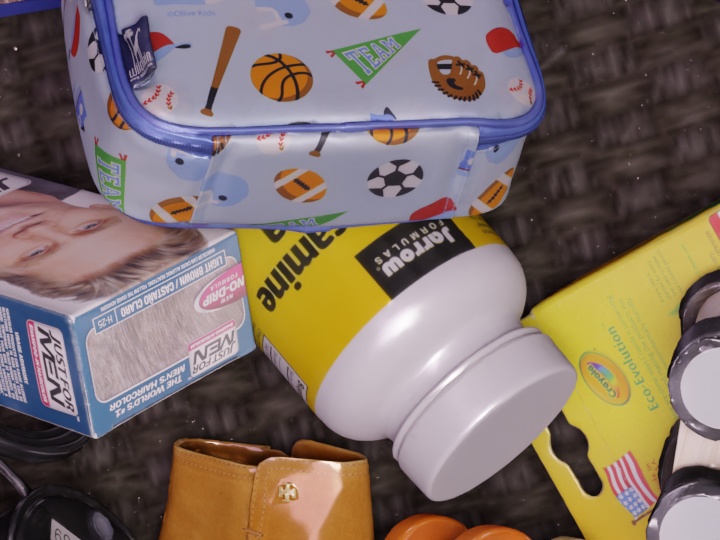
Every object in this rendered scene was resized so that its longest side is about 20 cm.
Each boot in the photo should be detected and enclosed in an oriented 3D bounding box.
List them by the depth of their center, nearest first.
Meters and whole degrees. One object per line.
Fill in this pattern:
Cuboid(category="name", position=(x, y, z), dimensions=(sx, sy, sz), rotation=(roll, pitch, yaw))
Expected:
Cuboid(category="boot", position=(-0.004, 0.156, 1.328), dimensions=(0.201, 0.071, 0.145), rotation=(13, 104, 16))

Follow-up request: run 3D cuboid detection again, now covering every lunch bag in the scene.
Cuboid(category="lunch bag", position=(-0.030, -0.097, 1.224), dimensions=(0.199, 0.076, 0.161), rotation=(1, 53, -18))

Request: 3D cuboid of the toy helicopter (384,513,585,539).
Cuboid(category="toy helicopter", position=(0.096, 0.185, 1.289), dimensions=(0.199, 0.079, 0.133), rotation=(11, 85, -26))

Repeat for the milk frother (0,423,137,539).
Cuboid(category="milk frother", position=(-0.199, 0.144, 1.343), dimensions=(0.188, 0.200, 0.181), rotation=(-29, 115, 24))

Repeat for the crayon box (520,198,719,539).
Cuboid(category="crayon box", position=(0.166, 0.036, 1.295), dimensions=(0.200, 0.051, 0.127), rotation=(-29, 89, 24))

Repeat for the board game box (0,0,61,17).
Cuboid(category="board game box", position=(-0.184, -0.216, 1.326), dimensions=(0.159, 0.097, 0.201), rotation=(-9, 92, 9))

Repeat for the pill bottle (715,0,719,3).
Cuboid(category="pill bottle", position=(0.160, -0.177, 1.266), dimensions=(0.200, 0.112, 0.113), rotation=(26, 97, 7))

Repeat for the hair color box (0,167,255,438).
Cuboid(category="hair color box", position=(-0.152, 0.007, 1.282), dimensions=(0.200, 0.100, 0.061), rotation=(15, 123, 41))

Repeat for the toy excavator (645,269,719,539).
Cuboid(category="toy excavator", position=(0.228, 0.042, 1.203), dimensions=(0.199, 0.100, 0.195), rotation=(8, 106, 7))

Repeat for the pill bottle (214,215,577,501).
Cuboid(category="pill bottle", position=(0.000, 0.000, 1.279), dimensions=(0.112, 0.112, 0.200), rotation=(-45, 70, 9))
